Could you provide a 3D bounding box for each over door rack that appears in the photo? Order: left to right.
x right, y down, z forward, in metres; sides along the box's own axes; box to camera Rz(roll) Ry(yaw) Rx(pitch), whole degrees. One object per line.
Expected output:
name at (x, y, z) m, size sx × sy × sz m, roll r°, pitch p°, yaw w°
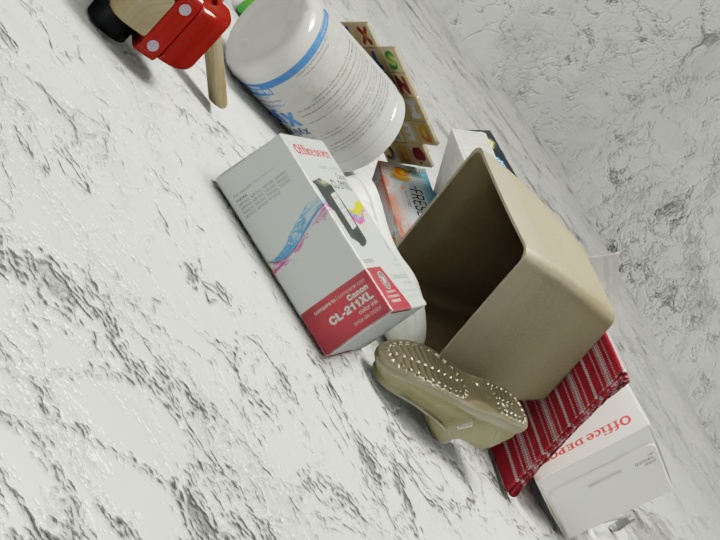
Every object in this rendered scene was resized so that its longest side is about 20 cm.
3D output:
over door rack at (0.357, 0.365, 2.049) m, size 0.149 × 0.066 × 0.200 m, roll 61°, pitch 14°, yaw 19°

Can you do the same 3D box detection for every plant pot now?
plant pot at (0.158, 0.026, 1.773) m, size 0.176 × 0.200 × 0.201 m, roll 25°, pitch 27°, yaw -30°

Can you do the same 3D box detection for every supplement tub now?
supplement tub at (-0.052, -0.221, 1.875) m, size 0.200 × 0.131 × 0.133 m, roll 44°, pitch 17°, yaw -39°

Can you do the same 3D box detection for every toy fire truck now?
toy fire truck at (-0.171, -0.242, 1.578) m, size 0.199 × 0.129 × 0.177 m, roll 35°, pitch 22°, yaw -30°

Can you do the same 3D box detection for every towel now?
towel at (0.212, 0.141, 1.799) m, size 0.022 × 0.200 × 0.145 m, roll 30°, pitch 23°, yaw -28°

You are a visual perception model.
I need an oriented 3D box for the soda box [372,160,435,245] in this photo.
soda box at (0.057, -0.054, 1.949) m, size 0.068 × 0.064 × 0.201 m, roll 9°, pitch 31°, yaw -15°

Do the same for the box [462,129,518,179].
box at (0.142, -0.049, 2.034) m, size 0.045 × 0.201 × 0.160 m, roll -2°, pitch 48°, yaw -27°

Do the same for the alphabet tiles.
alphabet tiles at (0.022, -0.215, 1.990) m, size 0.166 × 0.006 × 0.202 m, roll 13°, pitch -45°, yaw 56°

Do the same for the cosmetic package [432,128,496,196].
cosmetic package at (0.115, -0.062, 1.967) m, size 0.050 × 0.202 × 0.083 m, roll 7°, pitch 33°, yaw -13°

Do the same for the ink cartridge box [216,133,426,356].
ink cartridge box at (-0.036, -0.026, 1.562) m, size 0.201 × 0.082 × 0.146 m, roll 58°, pitch 14°, yaw 7°

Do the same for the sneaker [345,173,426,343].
sneaker at (0.000, 0.000, 1.712) m, size 0.084 × 0.073 × 0.202 m, roll -14°, pitch 75°, yaw -39°

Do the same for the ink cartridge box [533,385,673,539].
ink cartridge box at (0.254, 0.179, 1.914) m, size 0.145 × 0.146 × 0.201 m, roll 59°, pitch 7°, yaw -47°

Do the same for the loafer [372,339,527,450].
loafer at (0.084, 0.135, 1.644) m, size 0.199 × 0.068 × 0.076 m, roll 28°, pitch 24°, yaw -30°

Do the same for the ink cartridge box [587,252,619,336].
ink cartridge box at (0.208, 0.029, 1.943) m, size 0.162 × 0.197 × 0.051 m, roll 79°, pitch 1°, yaw -50°

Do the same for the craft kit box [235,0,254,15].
craft kit box at (-0.071, -0.277, 2.134) m, size 0.198 × 0.048 × 0.200 m, roll 53°, pitch 13°, yaw -2°
